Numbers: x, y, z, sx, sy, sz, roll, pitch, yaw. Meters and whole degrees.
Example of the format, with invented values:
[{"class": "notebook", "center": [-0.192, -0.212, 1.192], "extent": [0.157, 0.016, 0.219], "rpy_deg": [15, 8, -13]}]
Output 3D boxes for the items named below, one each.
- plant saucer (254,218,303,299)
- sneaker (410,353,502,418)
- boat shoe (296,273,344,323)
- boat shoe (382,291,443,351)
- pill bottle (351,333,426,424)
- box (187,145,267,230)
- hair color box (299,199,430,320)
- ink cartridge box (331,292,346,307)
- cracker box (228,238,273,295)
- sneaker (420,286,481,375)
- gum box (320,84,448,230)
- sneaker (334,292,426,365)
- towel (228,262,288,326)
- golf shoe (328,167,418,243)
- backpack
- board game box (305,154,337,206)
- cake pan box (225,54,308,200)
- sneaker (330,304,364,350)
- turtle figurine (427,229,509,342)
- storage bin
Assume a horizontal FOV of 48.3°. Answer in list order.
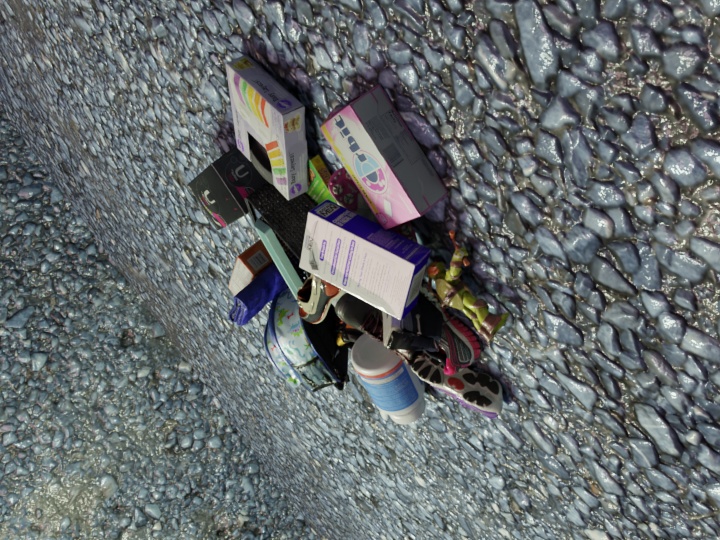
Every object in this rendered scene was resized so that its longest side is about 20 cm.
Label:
[{"class": "plant saucer", "center": [-0.144, -0.007, 1.529], "extent": [0.070, 0.019, 0.201], "rpy_deg": [33, 156, 56]}, {"class": "sneaker", "center": [0.171, 0.207, 1.453], "extent": [0.199, 0.081, 0.084], "rpy_deg": [34, 158, 34]}, {"class": "boat shoe", "center": [-0.081, 0.040, 1.422], "extent": [0.200, 0.062, 0.072], "rpy_deg": [133, 137, -60]}, {"class": "boat shoe", "center": [0.087, 0.056, 1.352], "extent": [0.091, 0.202, 0.075], "rpy_deg": [10, 136, -9]}, {"class": "pill bottle", "center": [0.063, 0.216, 1.594], "extent": [0.112, 0.112, 0.201], "rpy_deg": [26, 151, 44]}, {"class": "box", "center": [-0.263, -0.174, 1.660], "extent": [0.123, 0.106, 0.199], "rpy_deg": [55, 155, -9]}, {"class": "hair color box", "center": [0.004, -0.019, 1.276], "extent": [0.198, 0.065, 0.110], "rpy_deg": [26, 127, 18]}, {"class": "ink cartridge box", "center": [0.000, 0.000, 1.448], "extent": [0.044, 0.094, 0.201], "rpy_deg": [46, 154, 12]}, {"class": "cracker box", "center": [-0.213, -0.013, 1.754], "extent": [0.058, 0.134, 0.200], "rpy_deg": [48, 156, 5]}, {"class": "sneaker", "center": [0.117, 0.093, 1.394], "extent": [0.200, 0.074, 0.081], "rpy_deg": [41, 154, 24]}, {"class": "gum box", "center": [0.030, -0.169, 1.200], "extent": [0.201, 0.066, 0.113], "rpy_deg": [57, 154, -9]}, {"class": "sneaker", "center": [0.051, 0.105, 1.422], "extent": [0.199, 0.076, 0.116], "rpy_deg": [24, -162, -38]}, {"class": "towel", "center": [-0.188, 0.031, 1.692], "extent": [0.050, 0.200, 0.148], "rpy_deg": [46, 156, 4]}, {"class": "golf shoe", "center": [0.025, -0.084, 1.339], "extent": [0.201, 0.075, 0.092], "rpy_deg": [51, 171, 7]}, {"class": "backpack", "center": [-0.119, 0.136, 1.684], "extent": [0.145, 0.184, 0.201], "rpy_deg": [-19, 125, 18]}, {"class": "board game box", "center": [-0.059, -0.127, 1.461], "extent": [0.201, 0.030, 0.095], "rpy_deg": [56, 157, -14]}, {"class": "cake pan box", "center": [-0.162, -0.249, 1.416], "extent": [0.184, 0.052, 0.201], "rpy_deg": [48, 153, 32]}, {"class": "sneaker", "center": [-0.026, 0.107, 1.640], "extent": [0.201, 0.090, 0.070], "rpy_deg": [51, 155, 2]}, {"class": "turtle figurine", "center": [0.157, 0.033, 1.254], "extent": [0.161, 0.064, 0.201], "rpy_deg": [44, 154, 17]}, {"class": "storage bin", "center": [-0.120, -0.071, 1.524], "extent": [0.200, 0.093, 0.136], "rpy_deg": [47, 164, 25]}]
